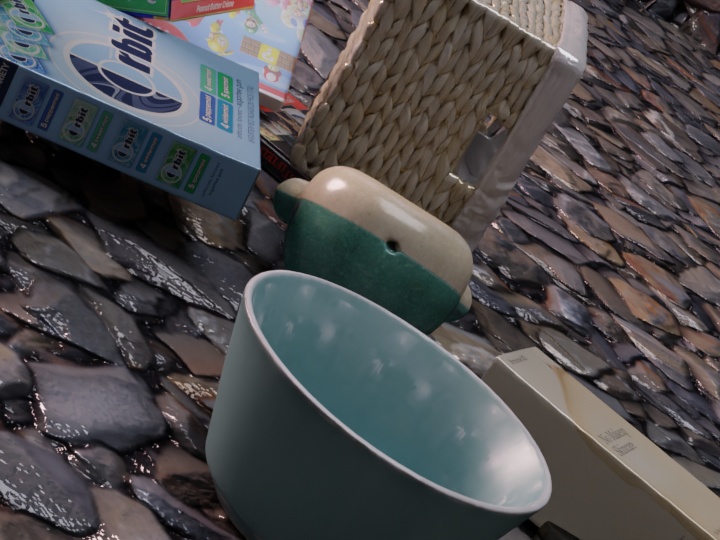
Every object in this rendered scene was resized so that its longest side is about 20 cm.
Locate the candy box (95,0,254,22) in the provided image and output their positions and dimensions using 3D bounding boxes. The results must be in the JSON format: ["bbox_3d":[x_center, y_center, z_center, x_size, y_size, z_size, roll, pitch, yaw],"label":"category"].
[{"bbox_3d":[-0.193,-0.234,1.654,0.198,0.078,0.169,8,11,18],"label":"candy box"}]

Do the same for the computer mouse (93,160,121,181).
[{"bbox_3d":[-0.169,-0.116,1.587,0.109,0.044,0.200,34,23,13],"label":"computer mouse"}]

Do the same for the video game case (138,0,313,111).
[{"bbox_3d":[-0.105,-0.236,1.792,0.142,0.017,0.201,22,58,-13],"label":"video game case"}]

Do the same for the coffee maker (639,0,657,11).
[{"bbox_3d":[0.372,-0.509,3.430,0.192,0.135,0.199,43,20,23],"label":"coffee maker"}]

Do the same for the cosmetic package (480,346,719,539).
[{"bbox_3d":[0.157,0.142,1.453,0.200,0.073,0.103,40,14,13],"label":"cosmetic package"}]

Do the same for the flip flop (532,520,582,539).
[{"bbox_3d":[0.140,0.194,1.305,0.081,0.058,0.200,23,-6,23],"label":"flip flop"}]

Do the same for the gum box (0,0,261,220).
[{"bbox_3d":[-0.164,-0.124,1.493,0.199,0.045,0.170,23,24,-13],"label":"gum box"}]

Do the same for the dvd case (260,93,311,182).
[{"bbox_3d":[-0.048,-0.098,1.790,0.200,0.022,0.146,39,18,15],"label":"dvd case"}]

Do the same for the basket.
[{"bbox_3d":[0.061,-0.136,1.717,0.160,0.199,0.200,30,19,-6],"label":"basket"}]

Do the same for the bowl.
[{"bbox_3d":[-0.005,0.102,1.213,0.200,0.105,0.201,31,19,-11],"label":"bowl"}]

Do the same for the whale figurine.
[{"bbox_3d":[0.000,0.000,1.542,0.158,0.104,0.200,32,-7,-7],"label":"whale figurine"}]
